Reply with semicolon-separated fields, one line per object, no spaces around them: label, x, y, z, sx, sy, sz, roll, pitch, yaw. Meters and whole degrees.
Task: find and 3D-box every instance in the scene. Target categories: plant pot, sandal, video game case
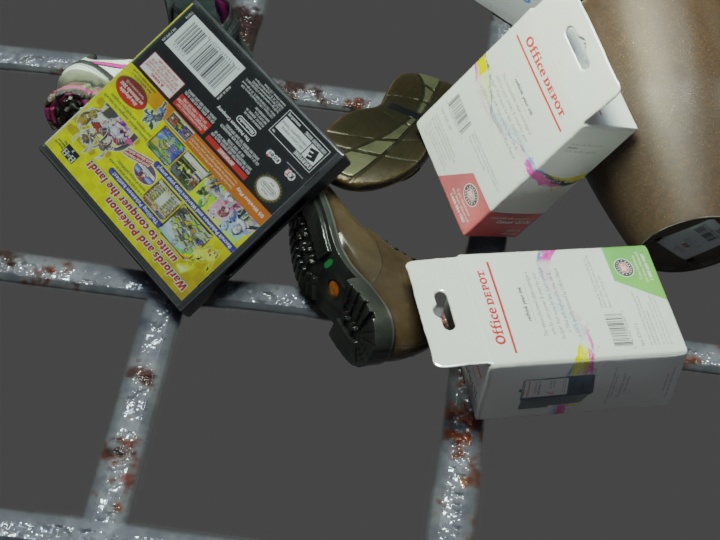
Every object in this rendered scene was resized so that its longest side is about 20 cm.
plant pot;0.255;-0.108;1.485;0.186;0.187;0.201;-4;62;-7
sandal;-0.146;-0.231;1.646;0.075;0.048;0.201;-11;48;-13
video game case;-0.137;-0.093;1.461;0.181;0.026;0.200;-43;68;0
sandal;0.025;-0.111;1.549;0.081;0.055;0.200;24;36;10

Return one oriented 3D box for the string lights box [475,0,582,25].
string lights box;0.212;-0.301;1.724;0.200;0.059;0.103;-34;57;-29

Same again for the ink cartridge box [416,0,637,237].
ink cartridge box;0.144;-0.128;1.447;0.067;0.200;0.117;0;59;-41

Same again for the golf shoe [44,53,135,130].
golf shoe;-0.167;-0.148;1.552;0.199;0.073;0.092;13;46;9

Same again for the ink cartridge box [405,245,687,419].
ink cartridge box;0.136;0.048;1.383;0.199;0.067;0.117;-2;47;-13

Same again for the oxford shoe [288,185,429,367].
oxford shoe;0.000;0.000;1.439;0.084;0.073;0.200;-3;46;-30
